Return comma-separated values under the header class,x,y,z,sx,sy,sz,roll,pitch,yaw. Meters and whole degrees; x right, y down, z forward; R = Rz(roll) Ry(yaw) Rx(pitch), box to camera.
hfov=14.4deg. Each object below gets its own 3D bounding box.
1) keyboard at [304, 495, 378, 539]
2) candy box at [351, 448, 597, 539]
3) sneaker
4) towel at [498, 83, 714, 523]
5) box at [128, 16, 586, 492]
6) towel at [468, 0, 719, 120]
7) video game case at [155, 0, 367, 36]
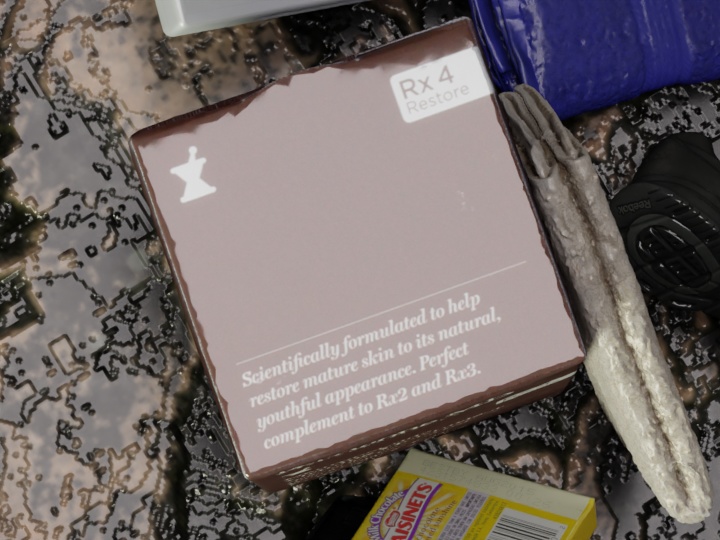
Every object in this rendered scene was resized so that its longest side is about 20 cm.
class,x,y,z,sx,sy,sz,roll,pitch,yaw
keyboard,-0.032,0.188,1.370,0.104,0.040,0.200,17,47,26
candy box,0.025,0.168,1.333,0.102,0.026,0.200,12,46,27
sneaker,0.212,0.007,1.429,0.200,0.076,0.091,46,42,-15
towel,0.113,0.015,1.357,0.034,0.133,0.201,-22,109,1
box,0.000,0.000,1.341,0.165,0.200,0.165,-19,84,-1
towel,0.142,-0.162,1.441,0.199,0.050,0.148,-15,93,-22
video game case,-0.040,-0.225,1.391,0.181,0.024,0.201,-14,88,-33
